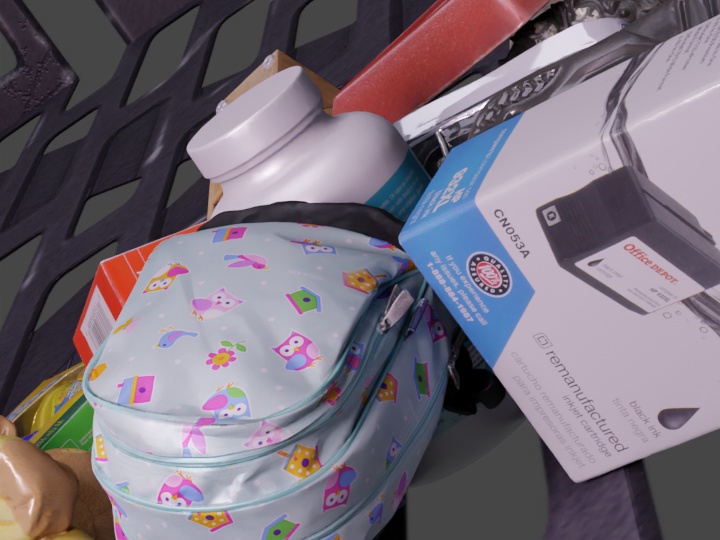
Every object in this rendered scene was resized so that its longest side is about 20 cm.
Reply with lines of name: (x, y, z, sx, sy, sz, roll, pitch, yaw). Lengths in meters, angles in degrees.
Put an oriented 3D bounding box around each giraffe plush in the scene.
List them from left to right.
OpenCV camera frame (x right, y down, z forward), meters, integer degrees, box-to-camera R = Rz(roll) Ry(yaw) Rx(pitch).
giraffe plush: (-0.182, 0.146, 1.290, 0.199, 0.173, 0.162, 7, 13, 24)

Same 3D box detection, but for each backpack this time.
backpack: (-0.044, 0.056, 1.090, 0.166, 0.127, 0.200, -3, 33, 23)

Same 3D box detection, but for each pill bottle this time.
pill bottle: (0.000, 0.000, 1.234, 0.111, 0.200, 0.111, -33, 15, 10)

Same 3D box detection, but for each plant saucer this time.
plant saucer: (0.076, -0.156, 1.420, 0.200, 0.037, 0.200, -45, 5, -39)

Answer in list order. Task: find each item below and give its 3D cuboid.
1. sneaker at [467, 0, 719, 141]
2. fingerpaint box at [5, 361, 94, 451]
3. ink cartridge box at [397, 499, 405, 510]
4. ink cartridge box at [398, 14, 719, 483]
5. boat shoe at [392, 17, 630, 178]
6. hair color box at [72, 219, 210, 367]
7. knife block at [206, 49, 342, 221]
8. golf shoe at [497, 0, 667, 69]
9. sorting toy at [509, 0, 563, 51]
sneaker: (0.158, -0.062, 1.142, 0.199, 0.114, 0.076, -26, 41, 30)
fingerpaint box: (-0.189, 0.129, 1.491, 0.167, 0.073, 0.200, -26, 16, 52)
ink cartridge box: (-0.042, 0.130, 1.253, 0.095, 0.037, 0.200, -41, 13, -21)
ink cartridge box: (0.141, -0.014, 1.065, 0.200, 0.145, 0.084, -25, 18, 35)
boat shoe: (0.068, -0.049, 1.282, 0.199, 0.074, 0.068, -28, 50, 22)
hair color box: (-0.055, 0.008, 1.429, 0.200, 0.064, 0.111, -23, -17, -23)
knife block: (-0.007, -0.048, 1.572, 0.064, 0.175, 0.200, -41, 30, 31)
golf shoe: (0.159, -0.120, 1.321, 0.200, 0.077, 0.088, -26, -11, 41)
sorting toy: (0.123, -0.106, 1.474, 0.180, 0.107, 0.200, -43, 7, -11)
